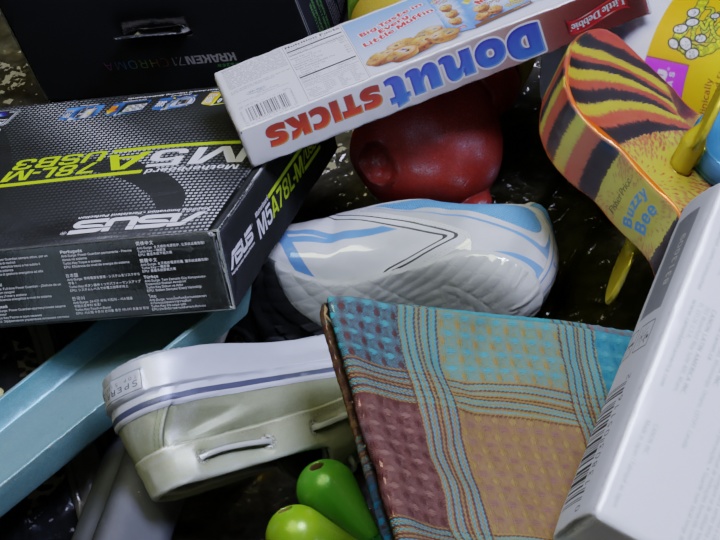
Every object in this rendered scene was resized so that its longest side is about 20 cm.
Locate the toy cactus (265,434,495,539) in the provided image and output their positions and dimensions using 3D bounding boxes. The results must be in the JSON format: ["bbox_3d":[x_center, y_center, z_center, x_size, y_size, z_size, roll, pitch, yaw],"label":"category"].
[{"bbox_3d":[0.028,0.147,1.050,0.200,0.102,0.165,-38,66,-24],"label":"toy cactus"}]

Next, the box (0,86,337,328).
[{"bbox_3d":[-0.129,-0.033,1.204,0.199,0.048,0.193,-4,22,18],"label":"box"}]

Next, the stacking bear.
[{"bbox_3d":[0.040,-0.117,1.269,0.114,0.121,0.201,-32,42,49],"label":"stacking bear"}]

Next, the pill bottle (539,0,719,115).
[{"bbox_3d":[0.187,-0.082,1.182,0.199,0.104,0.104,15,55,32],"label":"pill bottle"}]

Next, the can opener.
[{"bbox_3d":[-0.080,0.093,1.119,0.053,0.067,0.200,-44,18,34],"label":"can opener"}]

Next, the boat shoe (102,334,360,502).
[{"bbox_3d":[-0.026,0.066,1.112,0.199,0.072,0.062,-5,73,-38],"label":"boat shoe"}]

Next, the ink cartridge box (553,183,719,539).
[{"bbox_3d":[0.195,0.081,1.011,0.200,0.047,0.160,29,64,-9],"label":"ink cartridge box"}]

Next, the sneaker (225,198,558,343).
[{"bbox_3d":[0.000,0.000,1.206,0.199,0.072,0.073,-1,32,20],"label":"sneaker"}]

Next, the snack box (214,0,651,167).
[{"bbox_3d":[0.032,-0.107,1.177,0.199,0.024,0.072,-21,28,-3],"label":"snack box"}]

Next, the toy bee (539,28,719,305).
[{"bbox_3d":[0.151,-0.025,1.097,0.199,0.131,0.109,22,40,28],"label":"toy bee"}]

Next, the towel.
[{"bbox_3d":[0.088,0.075,1.040,0.199,0.022,0.147,7,44,-27],"label":"towel"}]

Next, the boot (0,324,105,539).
[{"bbox_3d":[-0.209,0.079,1.184,0.153,0.074,0.204,-18,47,-13],"label":"boot"}]

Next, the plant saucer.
[{"bbox_3d":[-0.135,0.063,1.122,0.200,0.019,0.070,-39,28,-26],"label":"plant saucer"}]

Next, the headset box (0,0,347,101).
[{"bbox_3d":[-0.094,-0.190,1.399,0.173,0.093,0.200,-2,48,19],"label":"headset box"}]
